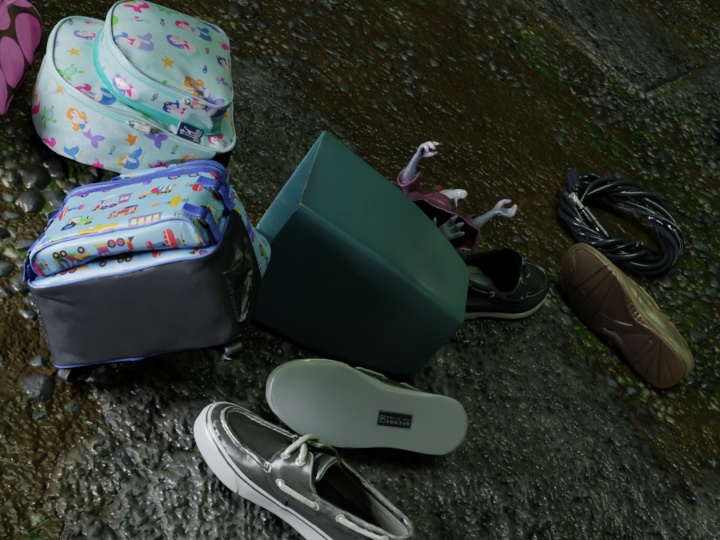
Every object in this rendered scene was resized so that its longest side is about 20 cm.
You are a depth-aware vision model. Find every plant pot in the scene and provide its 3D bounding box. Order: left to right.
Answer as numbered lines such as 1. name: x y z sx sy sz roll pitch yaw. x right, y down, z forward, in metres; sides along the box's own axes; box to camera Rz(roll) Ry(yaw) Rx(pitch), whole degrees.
1. plant pot: 0.000 0.000 1.089 0.199 0.142 0.142 32 34 -13

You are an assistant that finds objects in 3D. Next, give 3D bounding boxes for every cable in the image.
1. cable: 0.359 -0.063 1.513 0.198 0.051 0.164 24 36 -12

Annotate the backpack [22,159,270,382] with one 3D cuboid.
1. backpack: -0.168 -0.018 0.940 0.180 0.136 0.201 -9 27 11

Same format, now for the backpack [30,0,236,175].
1. backpack: -0.223 -0.177 1.126 0.197 0.152 0.179 12 40 -19

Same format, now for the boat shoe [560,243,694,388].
1. boat shoe: 0.314 0.051 1.331 0.064 0.071 0.201 -14 63 -54

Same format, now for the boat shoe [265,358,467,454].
1. boat shoe: -0.001 0.123 1.001 0.198 0.072 0.063 18 -4 -27

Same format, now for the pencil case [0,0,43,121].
1. pencil case: -0.366 -0.196 1.076 0.090 0.094 0.201 20 37 -16

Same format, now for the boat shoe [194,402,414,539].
1. boat shoe: -0.043 0.163 0.901 0.199 0.064 0.071 36 34 6

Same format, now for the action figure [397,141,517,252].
1. action figure: 0.082 -0.051 1.262 0.133 0.150 0.200 38 15 0

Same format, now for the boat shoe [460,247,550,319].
1. boat shoe: 0.154 0.006 1.255 0.197 0.066 0.075 -1 46 -39
